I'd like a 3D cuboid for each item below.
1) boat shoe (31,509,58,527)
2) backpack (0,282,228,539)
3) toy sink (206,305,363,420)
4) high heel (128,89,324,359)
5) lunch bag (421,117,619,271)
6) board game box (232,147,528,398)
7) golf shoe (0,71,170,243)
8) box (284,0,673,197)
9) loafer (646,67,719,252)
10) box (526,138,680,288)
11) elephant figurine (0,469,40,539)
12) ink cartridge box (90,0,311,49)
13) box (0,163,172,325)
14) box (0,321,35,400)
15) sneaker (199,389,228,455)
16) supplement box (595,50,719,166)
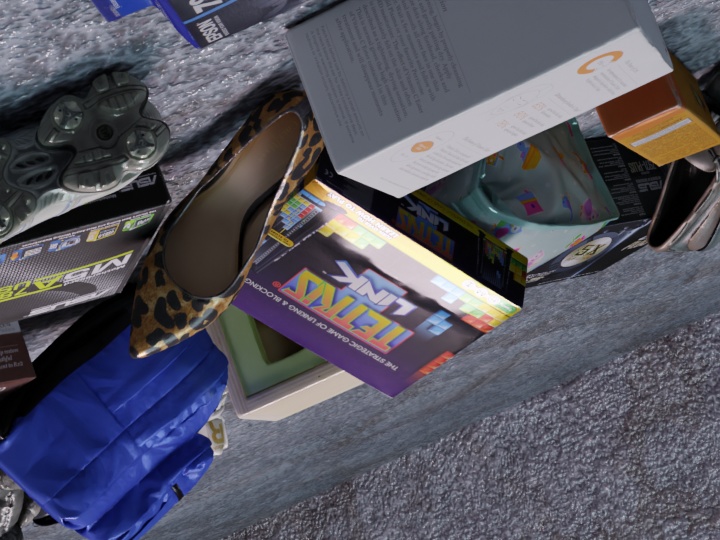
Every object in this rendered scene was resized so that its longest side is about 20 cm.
[{"bbox_3d":[-0.389,0.289,2.318,0.074,0.063,0.200,-22,170,-7],"label":"boat shoe"},{"bbox_3d":[-0.199,0.117,1.535,0.200,0.168,0.162,-47,-164,-13],"label":"backpack"},{"bbox_3d":[-0.028,0.035,1.642,0.199,0.131,0.112,-23,168,14],"label":"toy sink"},{"bbox_3d":[-0.094,-0.032,1.226,0.201,0.071,0.143,-55,180,-13],"label":"high heel"},{"bbox_3d":[0.086,-0.045,1.509,0.170,0.123,0.199,-29,172,35],"label":"lunch bag"},{"bbox_3d":[0.000,0.000,1.412,0.199,0.057,0.165,31,135,-22],"label":"board game box"},{"bbox_3d":[-0.208,-0.048,1.087,0.198,0.079,0.097,-18,174,-12],"label":"golf shoe"},{"bbox_3d":[0.075,-0.134,1.134,0.199,0.098,0.124,-24,168,15],"label":"box"},{"bbox_3d":[0.304,-0.092,1.643,0.062,0.072,0.201,-14,135,-24],"label":"loafer"},{"bbox_3d":[0.206,-0.055,1.761,0.199,0.087,0.163,-10,163,-44],"label":"box"},{"bbox_3d":[-0.339,0.163,1.704,0.201,0.154,0.142,-66,177,38],"label":"elephant figurine"},{"bbox_3d":[-0.044,-0.163,0.940,0.199,0.040,0.099,-22,169,3],"label":"ink cartridge box"},{"bbox_3d":[-0.243,-0.007,1.270,0.199,0.048,0.193,-16,165,-24],"label":"box"},{"bbox_3d":[-0.357,0.096,1.471,0.100,0.075,0.200,-9,161,-47],"label":"box"},{"bbox_3d":[-0.145,0.125,1.878,0.199,0.116,0.073,-33,162,38],"label":"sneaker"},{"bbox_3d":[0.240,-0.134,1.510,0.068,0.067,0.200,-25,167,19],"label":"supplement box"}]
